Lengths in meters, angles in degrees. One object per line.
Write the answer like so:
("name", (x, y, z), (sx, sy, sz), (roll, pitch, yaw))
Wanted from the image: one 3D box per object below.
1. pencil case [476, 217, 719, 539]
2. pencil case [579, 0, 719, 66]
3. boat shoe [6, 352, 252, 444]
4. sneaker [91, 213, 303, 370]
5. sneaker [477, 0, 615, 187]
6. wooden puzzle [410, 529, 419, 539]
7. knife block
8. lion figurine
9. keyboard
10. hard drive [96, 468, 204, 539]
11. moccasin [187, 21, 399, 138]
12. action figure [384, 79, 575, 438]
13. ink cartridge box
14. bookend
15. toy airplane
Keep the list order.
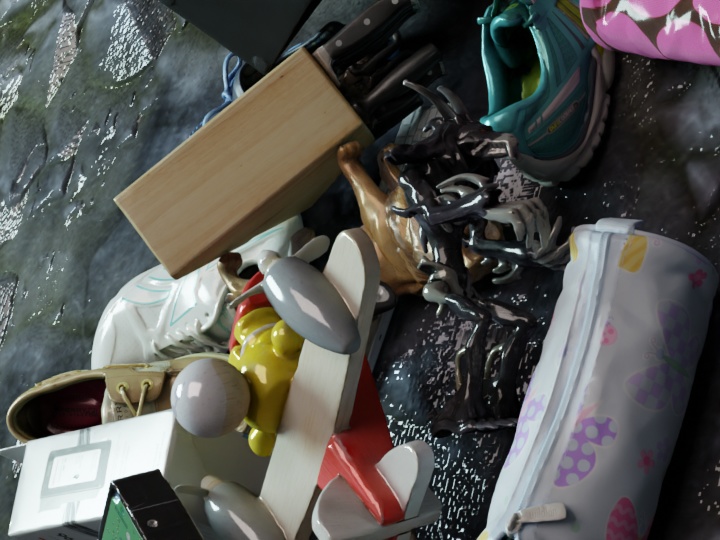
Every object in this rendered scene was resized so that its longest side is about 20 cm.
("pencil case", (0.121, 0.076, 1.145), (0.083, 0.090, 0.201), (3, 69, 51))
("pencil case", (0.206, -0.158, 1.196), (0.199, 0.090, 0.094), (12, 116, 51))
("boat shoe", (-0.146, 0.096, 1.447), (0.199, 0.066, 0.075), (-9, 93, 34))
("sneaker", (-0.110, 0.027, 1.483), (0.200, 0.070, 0.080), (-47, 41, 19))
("sneaker", (0.112, -0.150, 1.313), (0.077, 0.079, 0.201), (-20, 52, 43))
("wooden puzzle", (0.005, 0.263, 1.212), (0.185, 0.037, 0.200), (-53, 36, 13))
("knife block", (-0.038, -0.094, 1.373), (0.064, 0.200, 0.176), (51, 136, 9))
("lion figurine", (0.000, 0.000, 1.358), (0.200, 0.072, 0.123), (-45, 60, 29))
("keyboard", (0.014, -0.013, 1.404), (0.056, 0.011, 0.201), (3, 70, 52))
("hard drive", (-0.095, 0.230, 1.242), (0.200, 0.038, 0.140), (53, 141, 36))
("moccasin", (-0.060, -0.125, 1.520), (0.200, 0.068, 0.081), (-31, 46, 36))
("action figure", (0.074, -0.011, 1.222), (0.101, 0.119, 0.202), (-9, 84, 28))
("ink cartridge box", (-0.140, 0.148, 1.399), (0.199, 0.116, 0.068), (-15, 57, 46))
("bookend", (-0.021, -0.265, 1.425), (0.200, 0.092, 0.199), (-57, 3, -39))
("toy airplane", (-0.036, 0.085, 1.237), (0.199, 0.140, 0.202), (162, 111, -70))
